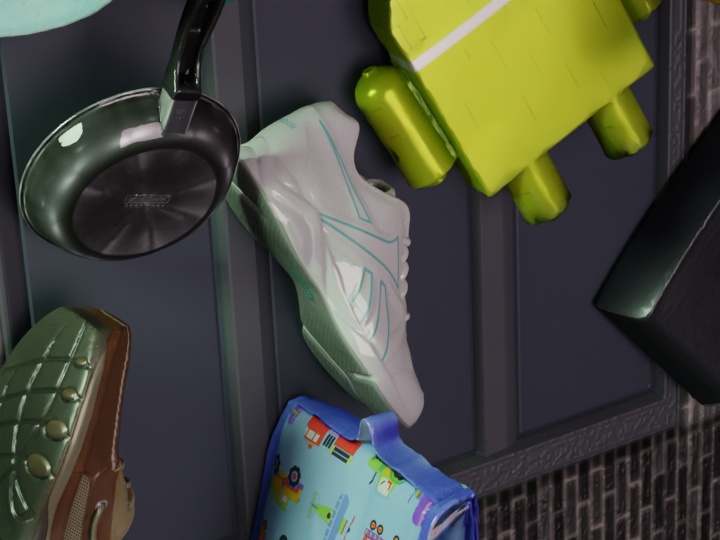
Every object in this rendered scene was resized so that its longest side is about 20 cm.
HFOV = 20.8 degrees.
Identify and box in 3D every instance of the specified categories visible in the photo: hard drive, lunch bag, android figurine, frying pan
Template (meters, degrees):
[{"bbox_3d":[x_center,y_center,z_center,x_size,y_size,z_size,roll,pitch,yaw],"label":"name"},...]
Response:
[{"bbox_3d":[0.247,-0.022,1.228,0.135,0.042,0.201,40,83,-32],"label":"hard drive"},{"bbox_3d":[-0.002,0.171,1.064,0.093,0.150,0.202,-8,112,-32],"label":"lunch bag"},{"bbox_3d":[0.080,-0.128,1.064,0.182,0.041,0.201,-39,116,-7],"label":"android figurine"},{"bbox_3d":[-0.084,-0.067,0.947,0.190,0.031,0.115,-42,144,22],"label":"frying pan"}]

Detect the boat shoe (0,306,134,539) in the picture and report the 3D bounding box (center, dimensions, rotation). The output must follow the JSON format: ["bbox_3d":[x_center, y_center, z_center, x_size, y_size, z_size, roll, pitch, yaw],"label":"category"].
[{"bbox_3d":[-0.155,0.116,0.995,0.073,0.075,0.202,8,106,-45],"label":"boat shoe"}]

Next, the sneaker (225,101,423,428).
[{"bbox_3d":[0.000,0.000,1.055,0.080,0.070,0.201,-38,124,-20],"label":"sneaker"}]

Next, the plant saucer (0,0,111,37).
[{"bbox_3d":[-0.187,-0.165,0.813,0.200,0.200,0.039,27,58,-38],"label":"plant saucer"}]

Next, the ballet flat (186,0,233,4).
[{"bbox_3d":[-0.080,-0.176,0.899,0.067,0.200,0.071,-34,84,2],"label":"ballet flat"}]

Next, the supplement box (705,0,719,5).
[{"bbox_3d":[0.213,-0.282,1.055,0.200,0.132,0.198,-40,125,-16],"label":"supplement box"}]
